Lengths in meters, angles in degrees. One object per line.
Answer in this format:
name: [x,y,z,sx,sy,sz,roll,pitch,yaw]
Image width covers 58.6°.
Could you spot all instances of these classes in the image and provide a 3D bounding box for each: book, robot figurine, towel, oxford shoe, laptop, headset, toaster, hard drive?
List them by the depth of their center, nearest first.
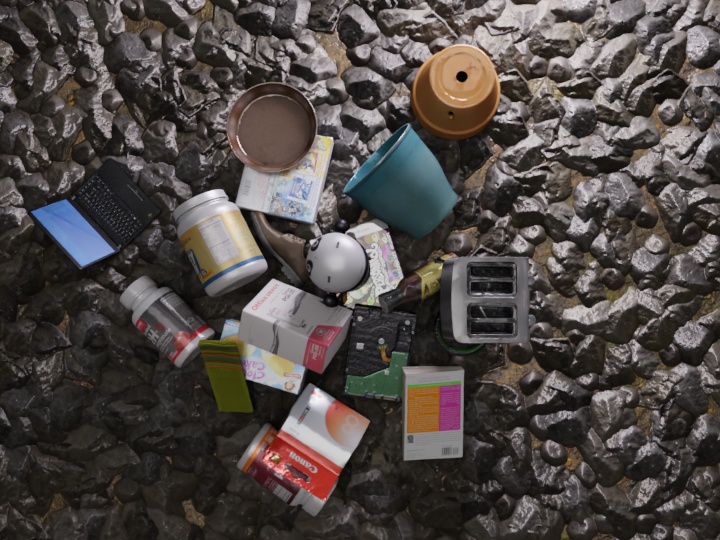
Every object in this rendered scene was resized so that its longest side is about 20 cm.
toaster: [0.251,0.058,1.314,0.200,0.119,0.181,1,87,-4]
robot figurine: [-0.047,-0.015,1.320,0.125,0.200,0.150,-30,87,3]
towel: [-0.289,0.233,1.384,0.086,0.018,0.200,2,123,13]
book: [0.158,0.310,1.392,0.133,0.048,0.200,-1,100,-6]
hard drive: [0.041,0.181,1.408,0.139,0.038,0.200,8,97,-2]
headset: [0.239,0.089,1.419,0.123,0.094,0.200,22,104,-2]
laptop: [-0.588,-0.130,1.427,0.200,0.103,0.177,-44,88,0]
oxford shoe: [-0.169,-0.059,1.430,0.084,0.073,0.200,-38,99,-2]

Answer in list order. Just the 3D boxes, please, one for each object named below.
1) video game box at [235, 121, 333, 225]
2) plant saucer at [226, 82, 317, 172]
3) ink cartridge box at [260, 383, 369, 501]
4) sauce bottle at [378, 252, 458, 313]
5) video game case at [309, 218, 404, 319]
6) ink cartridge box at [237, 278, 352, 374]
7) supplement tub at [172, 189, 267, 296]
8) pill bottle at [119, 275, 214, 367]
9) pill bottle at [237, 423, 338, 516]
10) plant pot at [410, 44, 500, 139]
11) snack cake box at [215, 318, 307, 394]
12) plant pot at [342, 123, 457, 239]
video game box: [-0.169,-0.218,1.445,0.182,0.047,0.200,13,88,5]
plant saucer: [-0.193,-0.312,1.413,0.200,0.034,0.201,0,86,2]
ink cartridge box: [-0.092,0.358,1.361,0.162,0.200,0.050,32,134,3]
sauce bottle: [0.132,0.031,1.391,0.200,0.066,0.066,-29,87,-15]
video game case: [0.000,0.000,1.435,0.181,0.036,0.200,-17,87,3]
ink cartridge box: [-0.138,0.115,1.361,0.200,0.147,0.083,21,123,10]
supplement tub: [-0.307,-0.059,1.394,0.144,0.145,0.200,-28,87,1]
pill bottle: [-0.427,0.108,1.408,0.200,0.111,0.111,43,90,3]
pill bottle: [-0.154,0.431,1.384,0.200,0.114,0.114,34,89,3]
plant pot: [0.211,-0.398,1.393,0.200,0.140,0.201,0,88,3]
snack cake box: [-0.213,0.189,1.420,0.200,0.067,0.115,16,88,3]
plant pot: [0.097,-0.176,1.372,0.188,0.200,0.200,42,90,-13]
